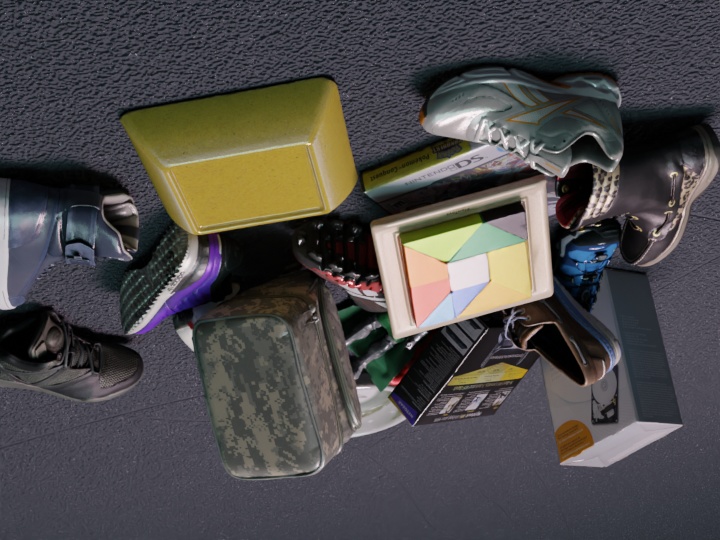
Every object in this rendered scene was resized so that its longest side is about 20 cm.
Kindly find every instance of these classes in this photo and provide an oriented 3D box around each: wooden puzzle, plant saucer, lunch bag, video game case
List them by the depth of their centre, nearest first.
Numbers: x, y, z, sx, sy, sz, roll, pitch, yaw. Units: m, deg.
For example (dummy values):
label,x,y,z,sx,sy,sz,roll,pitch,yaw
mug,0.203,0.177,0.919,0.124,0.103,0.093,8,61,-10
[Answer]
label,x,y,z,sx,sy,sz,roll,pitch,yaw
plant saucer,-0.106,-0.095,1.297,0.198,0.049,0.200,-10,154,3
video game case,0.123,-0.084,1.418,0.180,0.026,0.200,-20,152,23
wooden puzzle,0.112,-0.006,1.434,0.183,0.037,0.201,-15,140,-3
lunch bag,-0.078,0.107,1.498,0.138,0.202,0.168,-9,-167,25
plant saucer,-0.022,0.177,1.888,0.198,0.051,0.200,-7,155,-3

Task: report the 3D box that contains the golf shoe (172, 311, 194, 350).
label,x,y,z,sx,sy,sz,roll,pitch,yaw
golf shoe,-0.157,0.104,1.653,0.077,0.089,0.200,-16,152,19

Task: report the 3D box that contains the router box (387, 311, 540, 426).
label,x,y,z,sx,sy,sz,roll,pitch,yaw
router box,0.143,0.110,1.668,0.199,0.052,0.158,3,128,-56

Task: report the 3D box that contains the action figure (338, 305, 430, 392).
label,x,y,z,sx,sy,sz,roll,pitch,yaw
action figure,0.048,0.055,1.618,0.200,0.118,0.055,-39,-176,34

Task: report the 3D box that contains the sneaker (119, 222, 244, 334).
label,x,y,z,sx,sy,sz,roll,pitch,yaw
sneaker,-0.189,0.018,1.483,0.099,0.070,0.200,6,152,-33

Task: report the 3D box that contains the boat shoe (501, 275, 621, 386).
label,x,y,z,sx,sy,sz,roll,pitch,yaw
boat shoe,0.199,0.051,1.544,0.072,0.199,0.073,-39,159,-39

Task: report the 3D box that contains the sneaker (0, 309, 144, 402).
label,x,y,z,sx,sy,sz,roll,pitch,yaw
sneaker,-0.339,0.101,1.600,0.198,0.077,0.114,12,155,-26

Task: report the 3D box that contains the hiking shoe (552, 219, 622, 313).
label,x,y,z,sx,sy,sz,roll,pitch,yaw
hiking shoe,0.256,0.011,1.578,0.074,0.087,0.200,-7,157,-18

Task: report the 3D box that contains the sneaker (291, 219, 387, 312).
label,x,y,z,sx,sy,sz,roll,pitch,yaw
sneaker,0.000,0.000,1.501,0.199,0.071,0.098,16,154,-31

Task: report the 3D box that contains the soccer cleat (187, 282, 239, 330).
label,x,y,z,sx,sy,sz,roll,pitch,yaw
soccer cleat,-0.120,0.106,1.582,0.077,0.069,0.201,-36,111,-9

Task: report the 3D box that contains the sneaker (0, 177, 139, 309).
label,x,y,z,sx,sy,sz,roll,pitch,yaw
sneaker,-0.294,-0.019,1.362,0.145,0.078,0.203,1,152,-13

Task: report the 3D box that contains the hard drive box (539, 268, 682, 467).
label,x,y,z,sx,sy,sz,roll,pitch,yaw
hard drive box,0.302,0.123,1.701,0.076,0.202,0.156,8,150,-29

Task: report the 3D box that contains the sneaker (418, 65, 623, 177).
label,x,y,z,sx,sy,sz,roll,pitch,yaw
sneaker,0.153,-0.129,1.253,0.198,0.093,0.076,-2,154,-12

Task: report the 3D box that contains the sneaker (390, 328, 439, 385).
label,x,y,z,sx,sy,sz,roll,pitch,yaw
sneaker,0.087,0.084,1.687,0.076,0.086,0.200,5,151,-28

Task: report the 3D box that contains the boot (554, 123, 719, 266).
label,x,y,z,sx,sy,sz,roll,pitch,yaw
boot,0.269,-0.069,1.410,0.149,0.074,0.200,-9,150,-21
